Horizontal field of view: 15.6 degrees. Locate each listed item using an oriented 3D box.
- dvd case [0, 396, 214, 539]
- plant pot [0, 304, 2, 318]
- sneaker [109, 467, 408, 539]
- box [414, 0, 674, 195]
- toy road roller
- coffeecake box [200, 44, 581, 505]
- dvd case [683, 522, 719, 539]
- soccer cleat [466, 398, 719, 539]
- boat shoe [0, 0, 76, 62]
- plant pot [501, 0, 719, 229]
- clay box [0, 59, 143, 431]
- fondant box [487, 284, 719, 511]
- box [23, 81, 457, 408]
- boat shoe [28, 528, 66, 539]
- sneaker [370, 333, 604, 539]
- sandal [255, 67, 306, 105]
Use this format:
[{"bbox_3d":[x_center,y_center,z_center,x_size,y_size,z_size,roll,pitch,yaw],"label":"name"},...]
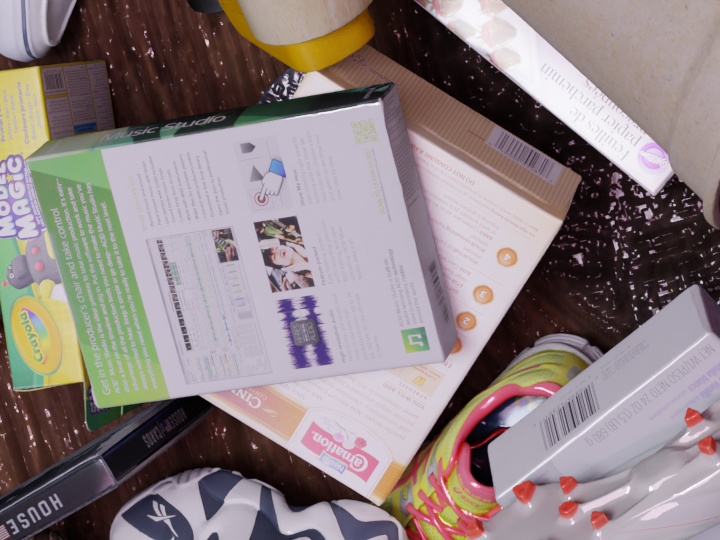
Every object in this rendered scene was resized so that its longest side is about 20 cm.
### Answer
[{"bbox_3d":[-0.169,0.122,1.433,0.150,0.200,0.025,-31,91,14],"label":"dvd case"},{"bbox_3d":[-0.291,-0.043,1.446,0.200,0.135,0.200,-2,77,7],"label":"plant pot"},{"bbox_3d":[-0.082,0.178,1.430,0.199,0.130,0.080,10,123,31],"label":"sneaker"},{"bbox_3d":[0.097,-0.118,1.428,0.200,0.041,0.039,40,103,7],"label":"box"},{"bbox_3d":[-0.030,-0.206,1.374,0.146,0.200,0.123,-31,121,-10],"label":"toy road roller"},{"bbox_3d":[0.000,0.000,1.408,0.153,0.073,0.200,32,115,0],"label":"coffeecake box"},{"bbox_3d":[0.164,0.179,1.323,0.200,0.143,0.018,-28,53,11],"label":"dvd case"},{"bbox_3d":[0.139,0.127,1.306,0.200,0.069,0.078,-29,124,12],"label":"soccer cleat"},{"bbox_3d":[-0.152,-0.209,1.456,0.067,0.074,0.200,15,99,13],"label":"boat shoe"},{"bbox_3d":[0.168,-0.154,1.345,0.183,0.200,0.201,37,103,18],"label":"plant pot"},{"bbox_3d":[-0.165,-0.014,1.461,0.048,0.115,0.200,-6,94,14],"label":"clay box"},{"bbox_3d":[0.185,0.126,1.374,0.144,0.058,0.200,-40,112,15],"label":"fondant box"},{"bbox_3d":[-0.062,-0.011,1.361,0.200,0.036,0.145,-8,108,17],"label":"box"},{"bbox_3d":[-0.126,0.225,1.498,0.072,0.072,0.200,-27,101,6],"label":"boat shoe"},{"bbox_3d":[0.057,0.119,1.439,0.078,0.090,0.200,37,104,5],"label":"sneaker"},{"bbox_3d":[-0.010,-0.023,1.468,0.075,0.045,0.200,-12,108,19],"label":"sandal"}]
